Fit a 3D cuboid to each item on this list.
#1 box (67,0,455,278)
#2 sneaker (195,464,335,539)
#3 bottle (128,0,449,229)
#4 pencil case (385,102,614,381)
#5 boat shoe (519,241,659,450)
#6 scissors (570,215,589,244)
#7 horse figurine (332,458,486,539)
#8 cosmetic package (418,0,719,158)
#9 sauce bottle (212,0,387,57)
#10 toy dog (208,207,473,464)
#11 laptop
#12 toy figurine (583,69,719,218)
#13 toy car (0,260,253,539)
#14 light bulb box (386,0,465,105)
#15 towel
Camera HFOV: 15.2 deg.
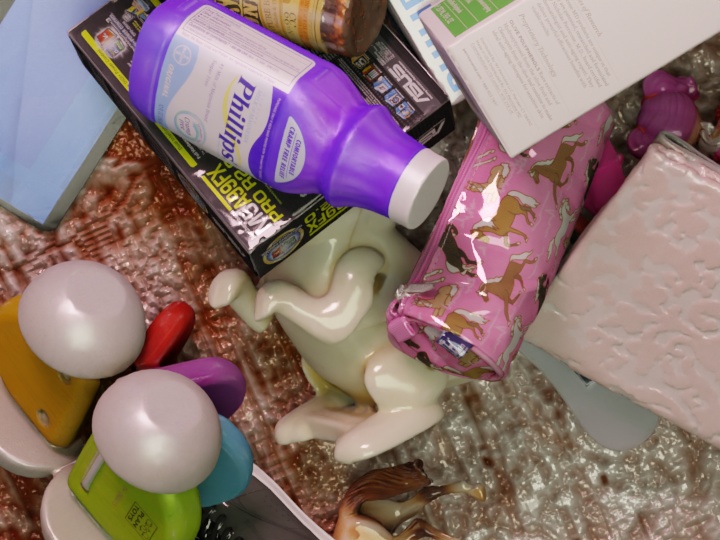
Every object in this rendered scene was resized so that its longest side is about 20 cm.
[{"bbox_3d":[-0.062,-0.120,1.687,0.160,0.044,0.200,-38,69,-8],"label":"box"},{"bbox_3d":[-0.082,0.188,1.776,0.200,0.099,0.071,37,118,5],"label":"sneaker"},{"bbox_3d":[-0.043,-0.090,1.603,0.200,0.065,0.084,30,131,16],"label":"bottle"},{"bbox_3d":[0.089,-0.031,1.686,0.083,0.087,0.201,19,75,22],"label":"pencil case"},{"bbox_3d":[0.134,0.028,1.790,0.072,0.066,0.200,-36,110,9],"label":"boat shoe"},{"bbox_3d":[0.178,0.016,1.794,0.200,0.073,0.014,42,70,-13],"label":"scissors"},{"bbox_3d":[0.026,0.211,1.829,0.132,0.050,0.201,-4,112,13],"label":"horse figurine"},{"bbox_3d":[0.146,-0.161,1.604,0.200,0.108,0.085,-33,108,1],"label":"cosmetic package"},{"bbox_3d":[-0.082,-0.183,1.655,0.199,0.066,0.066,16,103,23],"label":"sauce bottle"},{"bbox_3d":[0.000,0.000,1.742,0.193,0.139,0.201,-24,104,-13],"label":"toy dog"},{"bbox_3d":[-0.235,-0.135,1.703,0.103,0.200,0.178,37,98,25],"label":"laptop"},{"bbox_3d":[0.233,-0.068,1.761,0.183,0.150,0.201,20,78,0],"label":"toy figurine"},{"bbox_3d":[-0.146,0.088,1.740,0.150,0.175,0.200,-22,67,-38],"label":"toy car"},{"bbox_3d":[0.083,-0.243,1.697,0.200,0.125,0.199,-32,104,2],"label":"light bulb box"},{"bbox_3d":[0.224,0.024,1.698,0.199,0.032,0.191,29,130,-4],"label":"towel"}]
